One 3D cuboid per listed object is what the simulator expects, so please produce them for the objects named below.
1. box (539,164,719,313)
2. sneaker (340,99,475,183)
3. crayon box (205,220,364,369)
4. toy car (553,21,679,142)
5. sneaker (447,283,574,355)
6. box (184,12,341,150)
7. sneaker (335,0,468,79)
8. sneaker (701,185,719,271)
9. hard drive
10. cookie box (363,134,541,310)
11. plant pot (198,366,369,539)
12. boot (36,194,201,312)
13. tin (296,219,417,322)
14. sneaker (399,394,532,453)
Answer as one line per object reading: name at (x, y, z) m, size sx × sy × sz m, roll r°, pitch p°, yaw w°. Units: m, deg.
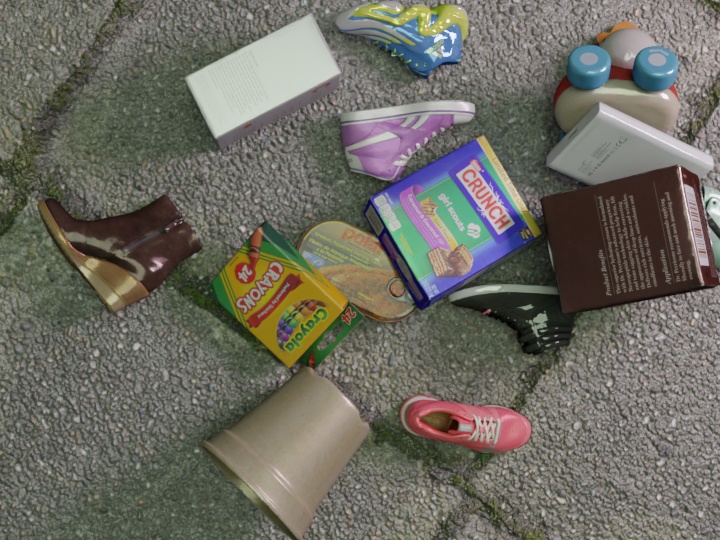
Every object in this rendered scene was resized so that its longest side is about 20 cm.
box at (0.379, -0.040, 1.562) m, size 0.198 × 0.164 × 0.168 m, roll -12°, pitch 85°, yaw 25°
sneaker at (0.074, -0.186, 1.636) m, size 0.197 × 0.073 × 0.116 m, roll -8°, pitch 93°, yaw 5°
crayon box at (-0.107, 0.045, 1.601) m, size 0.200 × 0.051 × 0.127 m, roll 42°, pitch 108°, yaw -3°
toy car at (0.370, -0.288, 1.635) m, size 0.174 × 0.185 × 0.202 m, roll 2°, pitch 53°, yaw 7°
sneaker at (0.225, 0.073, 1.638) m, size 0.197 × 0.071 × 0.101 m, roll 2°, pitch 84°, yaw -9°
box at (-0.137, -0.265, 1.586) m, size 0.198 × 0.124 × 0.098 m, roll -27°, pitch 91°, yaw -5°
sneaker at (0.063, -0.334, 1.630) m, size 0.197 × 0.076 × 0.107 m, roll -3°, pitch 90°, yaw -6°
sneaker at (0.574, -0.106, 1.667) m, size 0.118 × 0.074 × 0.201 m, roll 42°, pitch 89°, yaw -9°
hard drive at (0.387, -0.157, 1.613) m, size 0.198 × 0.132 × 0.027 m, roll 21°, pitch 51°, yaw -18°
cookie box at (0.131, -0.069, 1.608) m, size 0.198 × 0.075 × 0.172 m, roll -29°, pitch 83°, yaw -15°
plant pot at (-0.092, 0.245, 1.564) m, size 0.201 × 0.200 × 0.184 m, roll 46°, pitch 74°, yaw -3°
boot at (-0.346, -0.058, 1.606) m, size 0.166 × 0.072 × 0.201 m, roll -40°, pitch 91°, yaw -16°
tin at (0.000, 0.000, 1.638) m, size 0.198 × 0.042 × 0.113 m, roll 26°, pitch 91°, yaw -3°
sneaker at (0.156, 0.230, 1.623) m, size 0.197 × 0.087 × 0.075 m, roll 8°, pitch 89°, yaw -5°
